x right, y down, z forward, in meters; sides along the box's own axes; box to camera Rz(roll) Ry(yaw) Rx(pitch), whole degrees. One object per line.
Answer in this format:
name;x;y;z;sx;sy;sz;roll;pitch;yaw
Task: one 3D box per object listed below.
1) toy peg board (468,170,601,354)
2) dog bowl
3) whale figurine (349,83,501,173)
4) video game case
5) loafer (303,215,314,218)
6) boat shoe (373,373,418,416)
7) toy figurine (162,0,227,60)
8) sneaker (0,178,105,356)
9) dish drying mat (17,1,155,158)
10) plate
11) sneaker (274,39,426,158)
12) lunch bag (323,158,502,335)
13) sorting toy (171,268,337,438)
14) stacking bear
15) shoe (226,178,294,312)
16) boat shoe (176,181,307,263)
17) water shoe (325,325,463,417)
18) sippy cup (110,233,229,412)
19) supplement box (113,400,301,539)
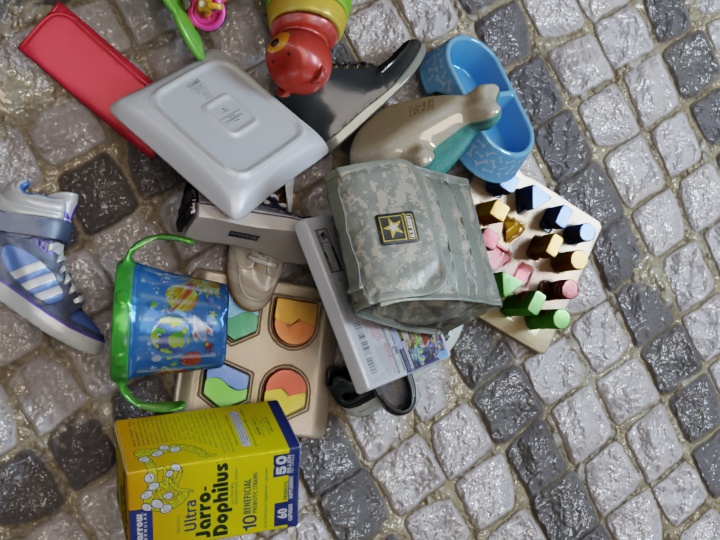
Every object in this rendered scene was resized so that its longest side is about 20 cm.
toy peg board;0.215;-0.025;1.452;0.198;0.098;0.201;30;79;-15
dog bowl;0.153;-0.211;1.426;0.110;0.050;0.202;-12;72;-38
whale figurine;0.086;-0.152;1.355;0.198;0.160;0.104;-22;119;17
video game case;0.017;0.027;1.295;0.181;0.023;0.202;-14;80;-54
loafer;0.000;0.000;1.390;0.199;0.070;0.069;33;79;-19
boat shoe;0.015;0.080;1.329;0.068;0.057;0.202;-28;91;-2
toy figurine;-0.152;-0.374;1.290;0.182;0.150;0.202;-25;99;6
sneaker;-0.345;-0.013;1.274;0.199;0.081;0.147;35;82;-8
dish drying mat;-0.303;-0.225;1.331;0.200;0.018;0.077;41;77;-13
plate;-0.155;-0.171;1.293;0.199;0.032;0.199;41;44;7
sneaker;-0.010;-0.245;1.400;0.106;0.075;0.200;47;75;-8
lunch bag;0.050;-0.027;1.250;0.199;0.117;0.166;9;61;-48
sorting toy;-0.122;0.103;1.366;0.197;0.036;0.188;9;84;-18
stacking bear;-0.067;-0.305;1.338;0.113;0.120;0.203;34;54;-48
shoe;-0.119;-0.052;1.350;0.069;0.053;0.203;11;75;-11
boat shoe;-0.113;-0.074;1.296;0.198;0.075;0.094;14;57;-25
water shoe;0.045;0.095;1.384;0.200;0.071;0.079;-44;120;-5
sippy cup;-0.216;0.060;1.277;0.128;0.141;0.179;2;130;-10
supplement box;-0.177;0.234;1.288;0.197;0.110;0.110;-6;115;-18
